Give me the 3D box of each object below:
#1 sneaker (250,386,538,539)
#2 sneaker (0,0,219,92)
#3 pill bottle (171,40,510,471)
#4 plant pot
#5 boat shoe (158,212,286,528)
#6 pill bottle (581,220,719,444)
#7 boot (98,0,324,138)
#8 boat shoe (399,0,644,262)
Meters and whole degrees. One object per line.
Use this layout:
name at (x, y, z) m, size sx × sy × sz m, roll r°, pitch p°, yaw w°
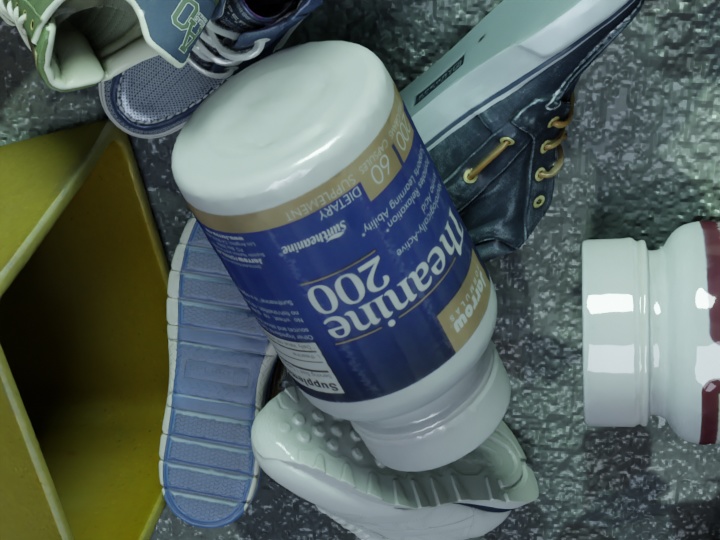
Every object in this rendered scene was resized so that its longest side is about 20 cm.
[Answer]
sneaker at (0.010, 0.117, 0.984) m, size 0.199 × 0.077 × 0.080 m, roll 19°, pitch 134°, yaw -42°
sneaker at (-0.142, -0.128, 0.844) m, size 0.198 × 0.091 × 0.067 m, roll 0°, pitch 159°, yaw 37°
pill bottle at (0.000, 0.000, 0.871) m, size 0.110 × 0.112 × 0.201 m, roll -18°, pitch 125°, yaw 16°
plant pot at (-0.218, 0.056, 0.955) m, size 0.198 × 0.196 × 0.196 m, roll -4°, pitch 120°, yaw 18°
boat shoe at (-0.071, 0.033, 0.979) m, size 0.071 × 0.072 × 0.202 m, roll 14°, pitch 95°, yaw 0°
pill bottle at (0.213, 0.032, 0.926) m, size 0.197 × 0.115 × 0.115 m, roll 0°, pitch 120°, yaw 7°
boot at (-0.069, -0.126, 0.879) m, size 0.072 × 0.091 × 0.200 m, roll 35°, pitch 118°, yaw -14°
boat shoe at (0.083, -0.078, 0.907) m, size 0.091 × 0.071 × 0.200 m, roll 43°, pitch 123°, yaw -18°
